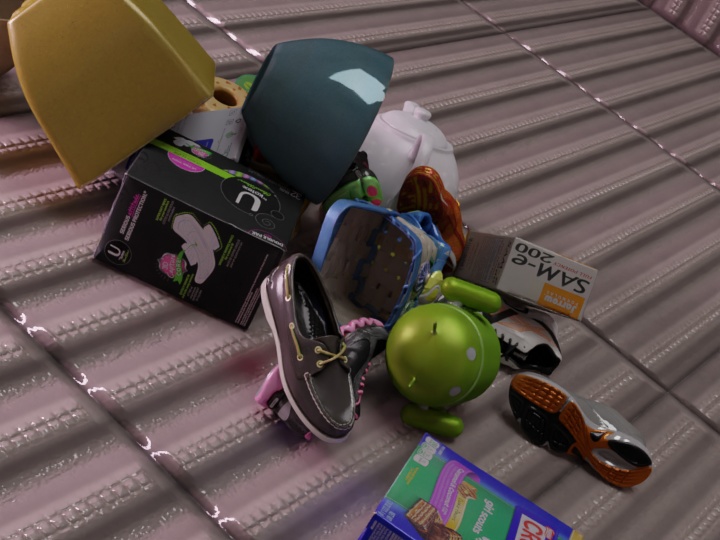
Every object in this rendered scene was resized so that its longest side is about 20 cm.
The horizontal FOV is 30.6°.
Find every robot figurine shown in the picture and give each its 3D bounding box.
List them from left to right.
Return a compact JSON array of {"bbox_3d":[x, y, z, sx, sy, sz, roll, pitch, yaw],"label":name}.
[{"bbox_3d":[0.096,0.097,1.520,0.115,0.178,0.200,21,3,18],"label":"robot figurine"}]

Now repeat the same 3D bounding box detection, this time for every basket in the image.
[{"bbox_3d":[0.000,0.000,1.564,0.139,0.178,0.199,34,21,33],"label":"basket"}]

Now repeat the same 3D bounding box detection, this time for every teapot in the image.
[{"bbox_3d":[0.062,-0.157,1.850,0.199,0.147,0.196,37,22,33],"label":"teapot"}]

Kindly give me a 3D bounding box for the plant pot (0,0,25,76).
[{"bbox_3d":[-0.499,-0.312,1.665,0.198,0.135,0.201,20,31,-12],"label":"plant pot"}]

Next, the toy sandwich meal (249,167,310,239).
[{"bbox_3d":[-0.150,-0.109,1.708,0.203,0.071,0.206,21,31,-13],"label":"toy sandwich meal"}]

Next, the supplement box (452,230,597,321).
[{"bbox_3d":[0.214,0.003,1.748,0.125,0.074,0.200,20,0,-14],"label":"supplement box"}]

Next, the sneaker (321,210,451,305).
[{"bbox_3d":[0.042,-0.044,1.709,0.199,0.106,0.075,35,10,28],"label":"sneaker"}]

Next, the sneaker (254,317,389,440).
[{"bbox_3d":[-0.025,0.124,1.459,0.095,0.079,0.199,45,45,16],"label":"sneaker"}]

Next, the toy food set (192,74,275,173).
[{"bbox_3d":[-0.119,-0.199,1.747,0.196,0.049,0.200,-16,48,-38],"label":"toy food set"}]

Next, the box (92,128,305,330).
[{"bbox_3d":[-0.186,-0.053,1.541,0.198,0.125,0.149,26,29,-6],"label":"box"}]

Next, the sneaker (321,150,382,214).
[{"bbox_3d":[-0.019,-0.115,1.667,0.076,0.085,0.200,-7,3,-10],"label":"sneaker"}]

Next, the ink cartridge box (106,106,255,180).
[{"bbox_3d":[-0.227,-0.151,1.652,0.197,0.039,0.100,-3,48,21],"label":"ink cartridge box"}]

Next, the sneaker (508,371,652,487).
[{"bbox_3d":[0.267,0.185,1.618,0.199,0.076,0.092,35,22,-3],"label":"sneaker"}]

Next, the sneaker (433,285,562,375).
[{"bbox_3d":[0.179,0.079,1.694,0.198,0.074,0.080,14,35,-22],"label":"sneaker"}]

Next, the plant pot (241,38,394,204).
[{"bbox_3d":[-0.065,-0.201,1.594,0.134,0.201,0.201,27,29,-12],"label":"plant pot"}]

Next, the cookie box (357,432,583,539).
[{"bbox_3d":[0.109,0.280,1.324,0.199,0.076,0.171,33,29,6],"label":"cookie box"}]

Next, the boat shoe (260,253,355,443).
[{"bbox_3d":[-0.049,0.080,1.385,0.071,0.061,0.203,-5,64,-38],"label":"boat shoe"}]

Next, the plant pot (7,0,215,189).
[{"bbox_3d":[-0.305,-0.254,1.555,0.201,0.194,0.195,55,7,-20],"label":"plant pot"}]

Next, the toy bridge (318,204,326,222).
[{"bbox_3d":[0.038,-0.047,1.813,0.198,0.027,0.068,19,33,-17],"label":"toy bridge"}]

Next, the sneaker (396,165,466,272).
[{"bbox_3d":[0.096,-0.080,1.745,0.072,0.201,0.078,13,61,20],"label":"sneaker"}]
